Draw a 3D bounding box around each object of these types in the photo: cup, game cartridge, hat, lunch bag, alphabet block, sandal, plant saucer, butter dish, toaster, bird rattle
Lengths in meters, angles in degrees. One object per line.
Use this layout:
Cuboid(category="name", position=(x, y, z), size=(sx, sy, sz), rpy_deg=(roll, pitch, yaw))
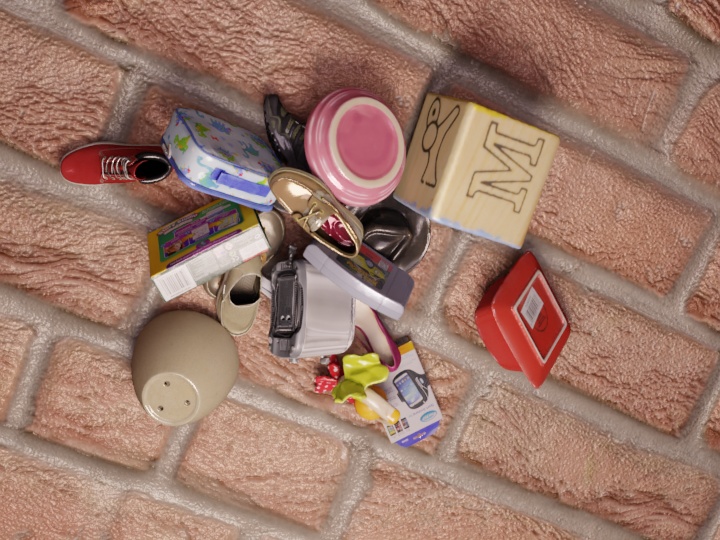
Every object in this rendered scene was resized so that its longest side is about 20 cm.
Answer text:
Cuboid(category="cup", position=(-0.321, 0.193, 1.441), size=(0.196, 0.144, 0.204), rpy_deg=(0, 111, -1))
Cuboid(category="game cartridge", position=(0.000, 0.000, 1.407), size=(0.198, 0.134, 0.041), rpy_deg=(34, 121, -2))
Cuboid(category="hat", position=(0.042, -0.058, 1.496), size=(0.196, 0.081, 0.205), rpy_deg=(-2, 102, -9))
Cuboid(category="lunch bag", position=(-0.225, -0.181, 1.349), size=(0.198, 0.161, 0.083), rpy_deg=(14, 120, -44))
Cuboid(category="alphabet block", position=(0.198, -0.179, 1.427), size=(0.193, 0.195, 0.204), rpy_deg=(15, 102, -24))
Cuboid(category="sandal", position=(-0.208, -0.023, 1.474), size=(0.080, 0.054, 0.200), rpy_deg=(44, 93, -16))
Cuboid(category="plant saucer", position=(0.001, -0.212, 1.379), size=(0.197, 0.051, 0.205), rpy_deg=(2, 86, -31))
Cuboid(category="butter dish", position=(0.285, 0.099, 1.550), size=(0.200, 0.146, 0.201), rpy_deg=(-46, 112, -41))
Cuboid(category="toaster", position=(-0.084, 0.060, 1.421), size=(0.127, 0.113, 0.205), rpy_deg=(6, 82, -37))
Cuboid(category="bird rattle", position=(-0.005, 0.233, 1.497), size=(0.162, 0.200, 0.113), rpy_deg=(40, 67, -5))

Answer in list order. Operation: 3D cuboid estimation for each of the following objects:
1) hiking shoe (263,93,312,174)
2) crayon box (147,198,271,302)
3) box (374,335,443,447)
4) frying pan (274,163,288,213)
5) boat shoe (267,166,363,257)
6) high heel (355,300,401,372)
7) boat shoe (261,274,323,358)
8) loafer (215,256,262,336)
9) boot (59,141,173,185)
Cuboid(category="hiking shoe", position=(-0.101, -0.224, 1.418), size=(0.099, 0.076, 0.203), rpy_deg=(-23, 79, -10))
Cuboid(category="crayon box", position=(-0.263, -0.049, 1.394), size=(0.197, 0.173, 0.059), rpy_deg=(-26, 120, -2))
Cuboid(category="box", position=(0.080, 0.243, 1.595), size=(0.117, 0.042, 0.203), rpy_deg=(-24, 108, -4))
Cuboid(category="frying pan", position=(-0.102, -0.125, 1.432), size=(0.113, 0.031, 0.193), rpy_deg=(-23, 68, -2))
Cuboid(category="boat shoe", position=(-0.069, -0.093, 1.337), size=(0.199, 0.067, 0.074), rpy_deg=(34, 119, -26))
Cuboid(category="high heel", position=(0.007, 0.100, 1.502), size=(0.067, 0.096, 0.202), rpy_deg=(-30, 89, -3))
Cuboid(category="boat shoe", position=(-0.122, 0.088, 1.506), size=(0.199, 0.074, 0.066), rpy_deg=(41, 89, -15))
Cuboid(category="loafer", position=(-0.215, 0.048, 1.451), size=(0.074, 0.069, 0.203), rpy_deg=(-1, 130, -17))
Cuboid(category="boot", position=(-0.411, -0.174, 1.359), size=(0.196, 0.144, 0.074), rpy_deg=(-6, 106, -7))
